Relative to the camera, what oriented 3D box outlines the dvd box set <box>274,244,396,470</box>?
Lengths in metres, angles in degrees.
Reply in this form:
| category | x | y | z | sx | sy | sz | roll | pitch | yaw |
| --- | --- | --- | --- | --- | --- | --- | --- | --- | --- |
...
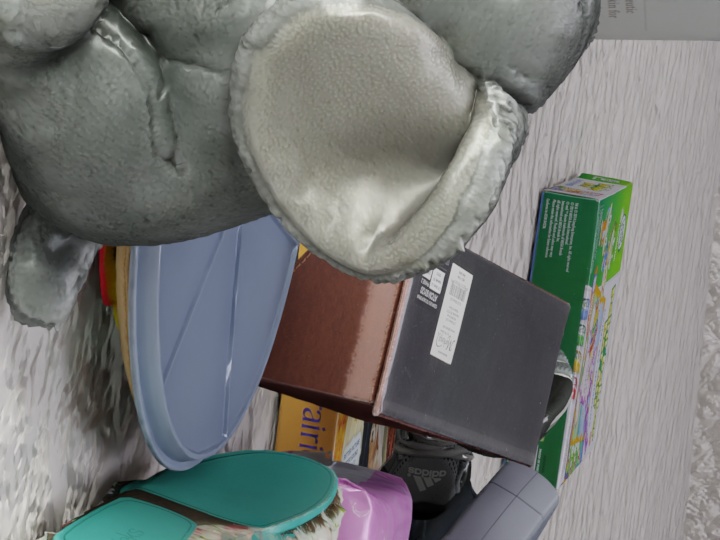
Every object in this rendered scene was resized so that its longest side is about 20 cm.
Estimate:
| category | x | y | z | sx | sy | sz | roll | pitch | yaw |
| --- | --- | --- | --- | --- | --- | --- | --- | --- | --- |
| dvd box set | 0.000 | 0.000 | 1.318 | 0.146 | 0.029 | 0.201 | -37 | 136 | -75 |

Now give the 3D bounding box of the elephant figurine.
| category | x | y | z | sx | sy | sz | roll | pitch | yaw |
| --- | --- | --- | --- | --- | --- | --- | --- | --- | --- |
| elephant figurine | 0.002 | -0.065 | 0.816 | 0.155 | 0.199 | 0.142 | 80 | 22 | -61 |

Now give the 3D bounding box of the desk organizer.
| category | x | y | z | sx | sy | sz | roll | pitch | yaw |
| --- | --- | --- | --- | --- | --- | --- | --- | --- | --- |
| desk organizer | 0.013 | 0.026 | 1.185 | 0.200 | 0.077 | 0.072 | 25 | 77 | -69 |

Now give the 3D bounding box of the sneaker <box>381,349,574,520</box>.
| category | x | y | z | sx | sy | sz | roll | pitch | yaw |
| --- | --- | --- | --- | --- | --- | --- | --- | --- | --- |
| sneaker | 0.047 | 0.077 | 1.432 | 0.200 | 0.075 | 0.116 | -105 | -152 | -70 |

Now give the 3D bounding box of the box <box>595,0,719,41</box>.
| category | x | y | z | sx | sy | sz | roll | pitch | yaw |
| --- | --- | --- | --- | --- | --- | --- | --- | --- | --- |
| box | 0.111 | -0.227 | 1.276 | 0.199 | 0.171 | 0.201 | 76 | 18 | -64 |

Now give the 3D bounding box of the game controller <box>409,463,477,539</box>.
| category | x | y | z | sx | sy | sz | roll | pitch | yaw |
| --- | --- | --- | --- | --- | --- | --- | --- | --- | --- |
| game controller | 0.024 | 0.156 | 1.581 | 0.200 | 0.042 | 0.105 | -26 | 139 | -76 |

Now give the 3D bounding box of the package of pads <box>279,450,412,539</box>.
| category | x | y | z | sx | sy | sz | roll | pitch | yaw |
| --- | --- | --- | --- | --- | --- | --- | --- | --- | --- |
| package of pads | -0.033 | 0.171 | 1.166 | 0.120 | 0.075 | 0.201 | 12 | 87 | -79 |

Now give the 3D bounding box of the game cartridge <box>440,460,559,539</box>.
| category | x | y | z | sx | sy | sz | roll | pitch | yaw |
| --- | --- | --- | --- | --- | --- | --- | --- | --- | --- |
| game cartridge | 0.027 | 0.175 | 1.398 | 0.200 | 0.041 | 0.133 | -46 | 171 | -52 |

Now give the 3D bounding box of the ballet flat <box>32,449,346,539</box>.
| category | x | y | z | sx | sy | sz | roll | pitch | yaw |
| --- | --- | --- | --- | --- | --- | --- | --- | --- | --- |
| ballet flat | -0.063 | 0.104 | 0.984 | 0.200 | 0.075 | 0.064 | -15 | 120 | -68 |

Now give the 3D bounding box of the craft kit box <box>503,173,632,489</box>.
| category | x | y | z | sx | sy | sz | roll | pitch | yaw |
| --- | --- | --- | --- | --- | --- | --- | --- | --- | --- |
| craft kit box | 0.145 | 0.039 | 2.086 | 0.198 | 0.048 | 0.201 | -34 | 132 | -79 |

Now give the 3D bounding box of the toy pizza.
| category | x | y | z | sx | sy | sz | roll | pitch | yaw |
| --- | --- | --- | --- | --- | --- | --- | --- | --- | --- |
| toy pizza | -0.053 | -0.033 | 1.009 | 0.200 | 0.032 | 0.201 | 9 | 90 | -78 |
